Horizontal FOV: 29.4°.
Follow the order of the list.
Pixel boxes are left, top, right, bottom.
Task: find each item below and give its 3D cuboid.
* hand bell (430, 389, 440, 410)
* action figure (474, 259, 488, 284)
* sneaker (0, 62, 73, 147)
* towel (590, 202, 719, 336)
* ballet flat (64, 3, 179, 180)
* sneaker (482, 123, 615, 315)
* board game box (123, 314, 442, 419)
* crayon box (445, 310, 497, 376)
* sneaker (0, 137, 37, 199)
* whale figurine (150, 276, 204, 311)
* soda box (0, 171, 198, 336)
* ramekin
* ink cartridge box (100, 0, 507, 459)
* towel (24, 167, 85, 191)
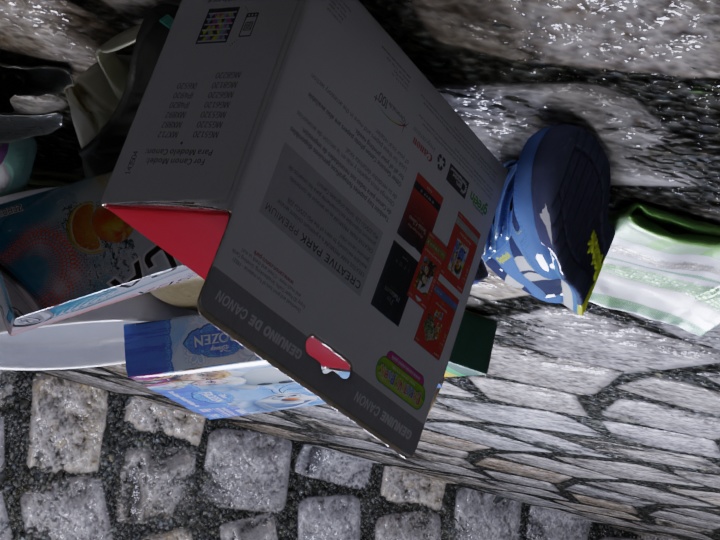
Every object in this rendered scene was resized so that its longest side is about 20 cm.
[{"bbox_3d":[-0.003,0.101,1.552,0.199,0.105,0.104,24,169,5],"label":"hand bell"},{"bbox_3d":[0.000,0.000,1.101,0.199,0.105,0.193,-28,152,33],"label":"action figure"},{"bbox_3d":[-0.287,-0.119,0.871,0.199,0.060,0.104,14,165,-14],"label":"sneaker"},{"bbox_3d":[0.218,0.004,0.958,0.148,0.031,0.200,13,168,-6],"label":"towel"},{"bbox_3d":[-0.125,-0.098,0.781,0.068,0.068,0.200,49,148,-7],"label":"ballet flat"},{"bbox_3d":[0.103,-0.030,0.821,0.082,0.074,0.200,23,165,18],"label":"sneaker"},{"bbox_3d":[-0.049,0.066,1.026,0.198,0.044,0.200,-9,164,9],"label":"board game box"},{"bbox_3d":[0.008,0.057,1.347,0.172,0.059,0.200,18,167,-23],"label":"crayon box"},{"bbox_3d":[-0.349,-0.100,0.998,0.199,0.078,0.140,-6,158,31],"label":"sneaker"},{"bbox_3d":[-0.066,-0.046,0.927,0.159,0.104,0.200,18,144,-43],"label":"whale figurine"},{"bbox_3d":[-0.112,-0.026,0.779,0.199,0.064,0.068,-19,175,-19],"label":"soda box"},{"bbox_3d":[-0.215,0.008,1.041,0.199,0.106,0.200,-6,167,-1],"label":"ramekin"},{"bbox_3d":[-0.025,-0.023,0.683,0.083,0.176,0.200,4,156,36],"label":"ink cartridge box"},{"bbox_3d":[-0.264,-0.056,1.152,0.147,0.037,0.200,10,170,-20],"label":"towel"}]
